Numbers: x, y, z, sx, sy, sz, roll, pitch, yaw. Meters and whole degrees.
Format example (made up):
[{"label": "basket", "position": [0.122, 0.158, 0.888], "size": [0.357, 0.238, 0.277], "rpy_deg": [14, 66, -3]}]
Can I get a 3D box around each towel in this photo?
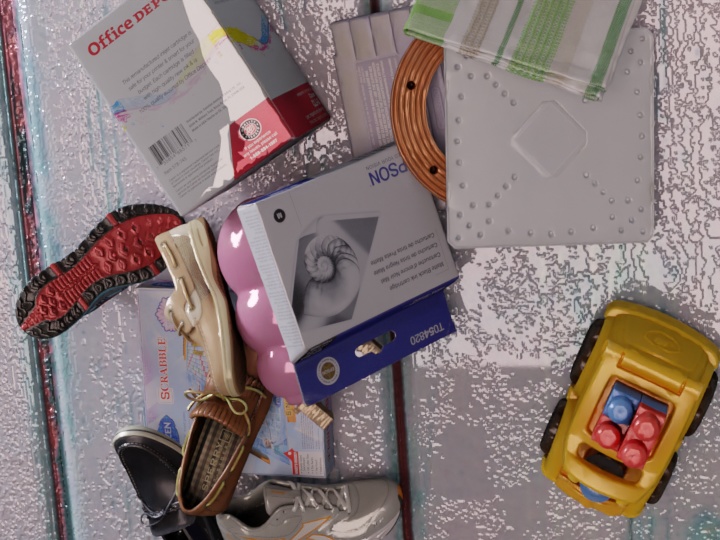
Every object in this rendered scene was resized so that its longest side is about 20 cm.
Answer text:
[{"label": "towel", "position": [0.154, -0.243, 1.559], "size": [0.198, 0.150, 0.031], "rpy_deg": [19, 150, 11]}]

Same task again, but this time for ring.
[{"label": "ring", "position": [0.125, -0.157, 1.605], "size": [0.198, 0.019, 0.203], "rpy_deg": [-1, 97, -7]}]

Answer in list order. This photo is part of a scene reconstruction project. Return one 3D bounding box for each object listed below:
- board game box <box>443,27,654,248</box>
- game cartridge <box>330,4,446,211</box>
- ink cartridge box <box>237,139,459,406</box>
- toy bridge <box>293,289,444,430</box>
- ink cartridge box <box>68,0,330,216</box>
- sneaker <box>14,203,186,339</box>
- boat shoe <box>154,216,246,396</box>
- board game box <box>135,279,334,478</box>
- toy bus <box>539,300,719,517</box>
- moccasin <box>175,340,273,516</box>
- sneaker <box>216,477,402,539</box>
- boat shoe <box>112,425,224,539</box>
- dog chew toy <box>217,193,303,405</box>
[{"label": "board game box", "position": [0.178, -0.125, 1.587], "size": [0.197, 0.026, 0.203], "rpy_deg": [-2, 98, -2]}, {"label": "game cartridge", "position": [0.047, -0.156, 1.645], "size": [0.128, 0.038, 0.203], "rpy_deg": [-7, 101, 20]}, {"label": "ink cartridge box", "position": [0.000, 0.000, 1.588], "size": [0.040, 0.198, 0.202], "rpy_deg": [-5, 107, 56]}, {"label": "toy bridge", "position": [-0.002, 0.068, 1.683], "size": [0.067, 0.027, 0.200], "rpy_deg": [40, 96, -9]}, {"label": "ink cartridge box", "position": [-0.153, -0.184, 1.629], "size": [0.144, 0.145, 0.201], "rpy_deg": [-32, 94, 19]}, {"label": "sneaker", "position": [-0.271, -0.006, 1.736], "size": [0.199, 0.095, 0.080], "rpy_deg": [-32, 95, -8]}, {"label": "boat shoe", "position": [-0.158, 0.042, 1.650], "size": [0.064, 0.072, 0.202], "rpy_deg": [-17, 55, 0]}, {"label": "board game box", "position": [-0.130, 0.111, 1.746], "size": [0.197, 0.041, 0.203], "rpy_deg": [1, 103, 13]}, {"label": "toy bus", "position": [0.248, 0.155, 1.584], "size": [0.134, 0.192, 0.202], "rpy_deg": [24, 109, 6]}, {"label": "moccasin", "position": [-0.140, 0.147, 1.681], "size": [0.073, 0.078, 0.203], "rpy_deg": [23, 91, 14]}, {"label": "sneaker", "position": [-0.056, 0.247, 1.717], "size": [0.198, 0.076, 0.092], "rpy_deg": [-18, 134, 9]}, {"label": "boat shoe", "position": [-0.193, 0.243, 1.749], "size": [0.074, 0.063, 0.201], "rpy_deg": [-17, 119, 27]}, {"label": "dog chew toy", "position": [-0.071, 0.029, 1.630], "size": [0.123, 0.124, 0.203], "rpy_deg": [-11, 83, 16]}]
